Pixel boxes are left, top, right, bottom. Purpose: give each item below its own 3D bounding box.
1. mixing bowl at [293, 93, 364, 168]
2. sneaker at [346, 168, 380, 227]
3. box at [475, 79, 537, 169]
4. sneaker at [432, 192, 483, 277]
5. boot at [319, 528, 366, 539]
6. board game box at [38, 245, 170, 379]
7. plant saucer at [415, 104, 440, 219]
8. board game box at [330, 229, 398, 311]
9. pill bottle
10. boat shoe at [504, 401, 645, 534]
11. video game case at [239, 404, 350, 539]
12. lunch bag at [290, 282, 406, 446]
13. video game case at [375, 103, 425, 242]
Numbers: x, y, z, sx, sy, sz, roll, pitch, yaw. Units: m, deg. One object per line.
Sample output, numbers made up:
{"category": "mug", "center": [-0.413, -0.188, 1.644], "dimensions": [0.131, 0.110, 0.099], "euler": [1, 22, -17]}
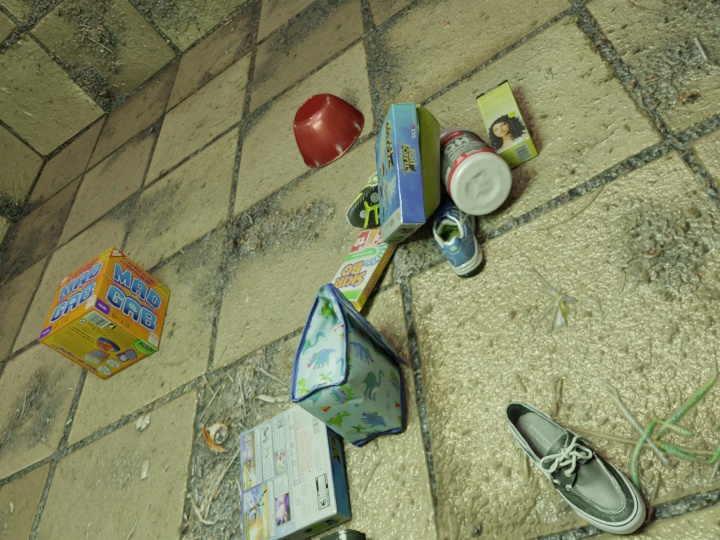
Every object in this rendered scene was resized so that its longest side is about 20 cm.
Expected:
{"category": "mixing bowl", "center": [-0.099, -0.376, 1.551], "dimensions": [0.197, 0.109, 0.203], "euler": [-23, 43, 23]}
{"category": "sneaker", "center": [0.040, -0.165, 1.277], "dimensions": [0.200, 0.076, 0.076], "euler": [-46, 30, -18]}
{"category": "box", "center": [0.280, -0.283, 1.174], "dimensions": [0.074, 0.050, 0.203], "euler": [-26, 42, 21]}
{"category": "sneaker", "center": [0.165, -0.082, 1.076], "dimensions": [0.075, 0.077, 0.202], "euler": [-32, 37, 17]}
{"category": "boot", "center": [-0.067, 0.447, 0.829], "dimensions": [0.197, 0.068, 0.133], "euler": [-29, 47, 22]}
{"category": "board game box", "center": [-0.633, 0.109, 1.524], "dimensions": [0.197, 0.200, 0.203], "euler": [-27, 42, 20]}
{"category": "plant saucer", "center": [0.108, -0.199, 1.140], "dimensions": [0.047, 0.205, 0.200], "euler": [-3, 10, -8]}
{"category": "board game box", "center": [0.000, 0.000, 1.175], "dimensions": [0.094, 0.030, 0.202], "euler": [0, 52, 42]}
{"category": "pill bottle", "center": [0.192, -0.192, 1.114], "dimensions": [0.110, 0.111, 0.201], "euler": [-36, 30, 10]}
{"category": "boat shoe", "center": [0.249, 0.226, 0.732], "dimensions": [0.073, 0.068, 0.200], "euler": [-43, 39, 2]}
{"category": "video game case", "center": [-0.111, 0.326, 0.976], "dimensions": [0.179, 0.045, 0.203], "euler": [-29, 46, 19]}
{"category": "lunch bag", "center": [-0.012, 0.142, 0.962], "dimensions": [0.126, 0.170, 0.203], "euler": [-24, 41, 23]}
{"category": "video game case", "center": [0.066, -0.165, 1.083], "dimensions": [0.181, 0.044, 0.205], "euler": [140, 126, -78]}
